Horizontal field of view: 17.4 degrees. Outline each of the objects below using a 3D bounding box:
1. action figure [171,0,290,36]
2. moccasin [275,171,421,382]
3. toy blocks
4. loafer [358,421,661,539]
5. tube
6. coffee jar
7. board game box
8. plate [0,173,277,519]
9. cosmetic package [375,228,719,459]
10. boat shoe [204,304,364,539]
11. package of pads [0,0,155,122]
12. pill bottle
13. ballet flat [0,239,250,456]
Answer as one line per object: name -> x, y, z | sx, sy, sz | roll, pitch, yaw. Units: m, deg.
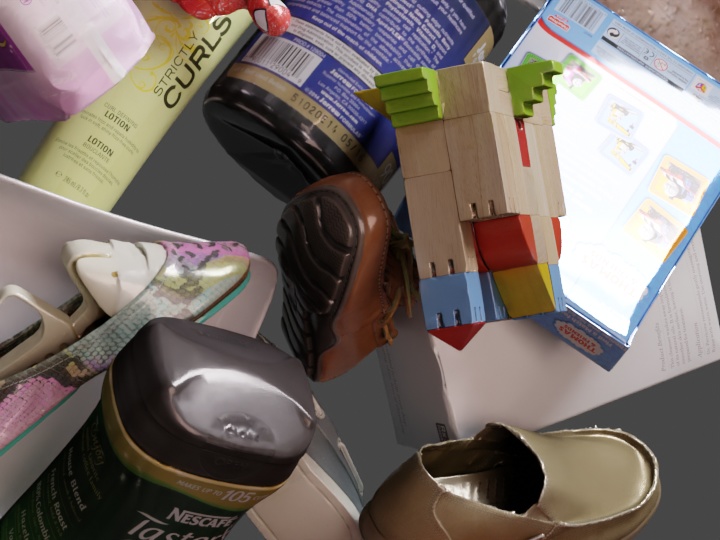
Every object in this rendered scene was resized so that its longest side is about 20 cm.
action figure -> -0.113, -0.196, 1.252 | 0.200, 0.052, 0.065 | 42, 78, -8
moccasin -> 0.001, 0.001, 1.265 | 0.077, 0.202, 0.074 | -24, 65, -12
toy blocks -> 0.067, -0.031, 1.218 | 0.099, 0.200, 0.137 | -10, 88, 16
loafer -> 0.095, 0.124, 1.322 | 0.199, 0.076, 0.068 | -11, 142, -34
tube -> -0.118, -0.110, 1.289 | 0.200, 0.052, 0.058 | -58, 143, -18
coffee jar -> -0.108, 0.113, 1.193 | 0.104, 0.086, 0.200 | 15, 129, -30
board game box -> 0.130, -0.059, 1.364 | 0.151, 0.037, 0.200 | 34, 56, 3
plate -> -0.167, 0.056, 1.256 | 0.199, 0.032, 0.200 | 17, 101, -26
cosmetic package -> 0.110, 0.028, 1.402 | 0.199, 0.081, 0.113 | -16, 100, -26
boat shoe -> -0.061, 0.080, 1.334 | 0.073, 0.062, 0.200 | -30, 100, 20
package of pads -> -0.199, -0.172, 1.198 | 0.076, 0.120, 0.200 | -42, 111, -19
pill bottle -> 0.011, -0.133, 1.319 | 0.112, 0.112, 0.200 | 45, 73, -23
ballet flat -> -0.151, 0.030, 1.201 | 0.200, 0.069, 0.071 | -34, 113, -3
